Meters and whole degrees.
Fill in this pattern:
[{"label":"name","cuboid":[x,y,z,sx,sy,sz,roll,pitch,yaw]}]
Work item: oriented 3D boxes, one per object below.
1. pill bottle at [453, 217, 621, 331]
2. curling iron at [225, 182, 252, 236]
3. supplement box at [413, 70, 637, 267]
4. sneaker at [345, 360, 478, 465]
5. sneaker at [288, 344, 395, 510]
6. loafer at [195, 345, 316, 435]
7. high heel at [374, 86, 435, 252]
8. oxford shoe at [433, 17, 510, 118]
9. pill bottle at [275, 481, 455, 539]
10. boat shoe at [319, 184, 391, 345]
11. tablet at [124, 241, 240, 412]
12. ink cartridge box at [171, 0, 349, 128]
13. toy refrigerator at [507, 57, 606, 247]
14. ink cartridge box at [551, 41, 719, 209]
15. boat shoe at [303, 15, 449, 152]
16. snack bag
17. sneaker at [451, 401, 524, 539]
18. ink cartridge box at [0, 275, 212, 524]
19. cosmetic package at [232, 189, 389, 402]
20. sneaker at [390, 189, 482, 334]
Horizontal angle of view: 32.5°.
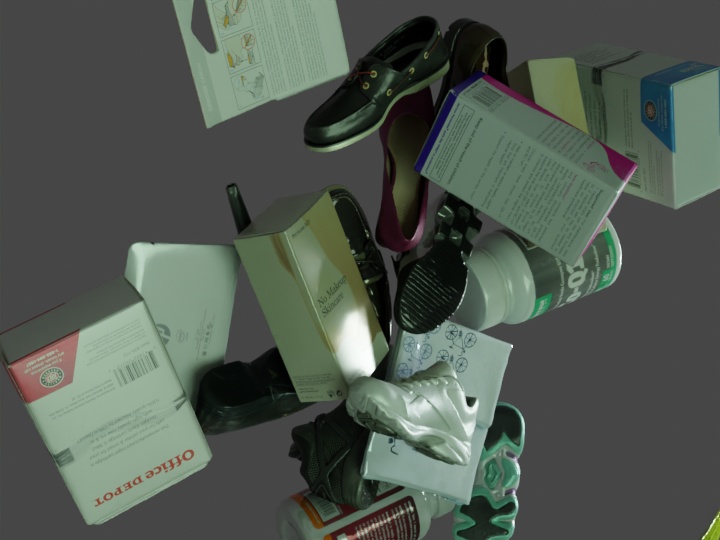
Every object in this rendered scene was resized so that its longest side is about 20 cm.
[{"label":"pill bottle","cuboid":[0.203,-0.003,1.475,0.199,0.113,0.114,-20,117,-25]},{"label":"curling iron","cuboid":[-0.104,-0.009,1.332,0.050,0.025,0.201,-40,124,-25]},{"label":"supplement box","cuboid":[0.173,-0.109,1.293,0.101,0.199,0.104,-40,158,-58]},{"label":"sneaker","cuboid":[0.058,0.136,1.319,0.200,0.078,0.100,33,73,-48]},{"label":"sneaker","cuboid":[-0.019,0.170,1.423,0.076,0.113,0.201,60,43,-57]},{"label":"loafer","cuboid":[-0.099,0.132,1.371,0.199,0.073,0.072,-8,143,-36]},{"label":"high heel","cuboid":[0.057,-0.119,1.330,0.067,0.096,0.202,5,89,-14]},{"label":"oxford shoe","cuboid":[0.127,-0.174,1.383,0.072,0.084,0.202,-13,115,-30]},{"label":"pill bottle","cuboid":[0.009,0.286,1.458,0.199,0.113,0.114,-21,117,-24]},{"label":"boat shoe","cuboid":[0.000,0.000,1.376,0.073,0.065,0.201,-28,119,-19]},{"label":"tablet","cuboid":[-0.197,0.067,1.308,0.129,0.014,0.202,1,106,-33]},{"label":"ink cartridge box","cuboid":[-0.109,-0.265,1.221,0.175,0.045,0.201,-25,119,-24]},{"label":"toy refrigerator","cuboid":[0.220,-0.134,1.405,0.069,0.076,0.202,-7,83,-22]},{"label":"ink cartridge box","cuboid":[0.318,-0.173,1.432,0.083,0.200,0.146,-23,118,-26]},{"label":"boat shoe","cuboid":[0.012,-0.198,1.303,0.201,0.073,0.063,-40,136,-22]},{"label":"snack bag","cuboid":[0.088,0.158,1.401,0.188,0.021,0.202,23,81,-41]},{"label":"sneaker","cuboid":[0.159,0.269,1.546,0.077,0.140,0.202,16,80,3]},{"label":"ink cartridge box","cuboid":[-0.256,0.131,1.240,0.146,0.083,0.201,-27,118,-16]},{"label":"cosmetic package","cuboid":[-0.049,0.028,1.310,0.105,0.071,0.201,-49,125,-50]},{"label":"sneaker","cuboid":[0.072,-0.003,1.371,0.074,0.088,0.201,43,51,-22]}]
